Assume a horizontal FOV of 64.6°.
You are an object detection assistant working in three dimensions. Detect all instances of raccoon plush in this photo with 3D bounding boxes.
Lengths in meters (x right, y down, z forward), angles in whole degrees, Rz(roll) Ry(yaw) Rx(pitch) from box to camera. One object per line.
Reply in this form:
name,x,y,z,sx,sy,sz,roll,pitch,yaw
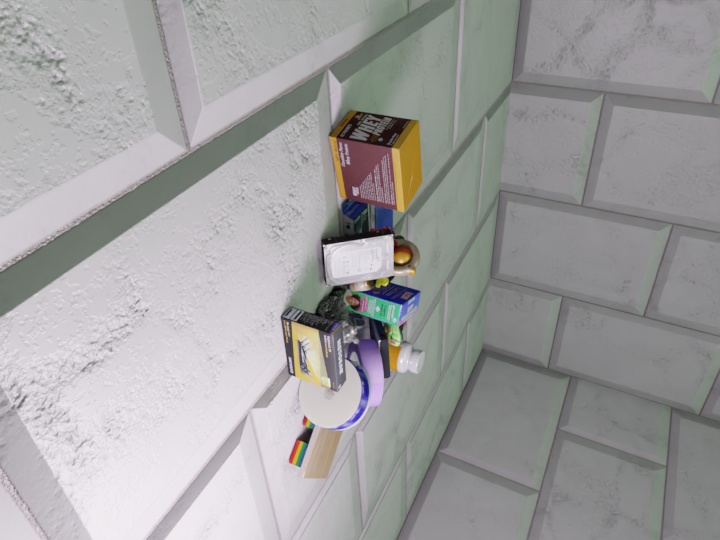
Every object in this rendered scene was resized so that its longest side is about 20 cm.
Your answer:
raccoon plush,-0.042,0.113,1.622,0.203,0.132,0.097,-69,155,-14

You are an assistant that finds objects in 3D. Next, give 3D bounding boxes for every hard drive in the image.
hard drive,0.072,-0.156,1.869,0.132,0.025,0.203,-50,146,-46
hard drive,0.059,0.224,1.803,0.201,0.032,0.142,-108,-168,-63
hard drive,0.000,0.251,1.896,0.202,0.026,0.133,-59,143,-22
hard drive,-0.006,-0.034,1.570,0.038,0.196,0.142,-114,-162,-53

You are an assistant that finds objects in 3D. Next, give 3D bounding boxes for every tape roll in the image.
tape roll,0.012,0.313,1.739,0.200,0.064,0.204,179,-90,-74

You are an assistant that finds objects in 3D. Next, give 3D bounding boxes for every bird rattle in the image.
bird rattle,0.101,-0.042,1.730,0.114,0.160,0.202,88,11,-45

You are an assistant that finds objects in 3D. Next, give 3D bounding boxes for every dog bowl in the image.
dog bowl,-0.072,0.344,1.607,0.079,0.197,0.203,39,68,-63

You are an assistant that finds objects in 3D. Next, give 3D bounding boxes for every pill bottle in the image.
pill bottle,0.125,0.299,2.038,0.111,0.197,0.113,-44,142,-49

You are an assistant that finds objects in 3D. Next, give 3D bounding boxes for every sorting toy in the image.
sorting toy,-0.132,0.523,1.741,0.203,0.068,0.199,-71,157,-13

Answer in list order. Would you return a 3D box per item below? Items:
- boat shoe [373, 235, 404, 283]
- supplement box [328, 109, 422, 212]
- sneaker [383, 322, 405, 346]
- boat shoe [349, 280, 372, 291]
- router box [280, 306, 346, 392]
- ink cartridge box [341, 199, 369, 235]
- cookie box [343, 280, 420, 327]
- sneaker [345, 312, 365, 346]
boat shoe,0.083,-0.028,1.840,0.072,0.067,0.201,58,47,-31
supplement box,0.045,-0.290,1.503,0.134,0.197,0.199,-57,151,-36
sneaker,0.113,0.167,1.823,0.201,0.082,0.078,-104,-148,-58
boat shoe,0.000,0.000,1.736,0.201,0.068,0.075,-77,145,-63
router box,-0.119,0.205,1.471,0.052,0.155,0.203,-48,145,-46
ink cartridge box,-0.011,-0.128,1.677,0.100,0.039,0.203,-52,147,-42
cookie box,0.066,0.092,1.779,0.171,0.197,0.077,-25,126,-61
sneaker,-0.052,0.193,1.754,0.200,0.070,0.081,-32,151,-59
